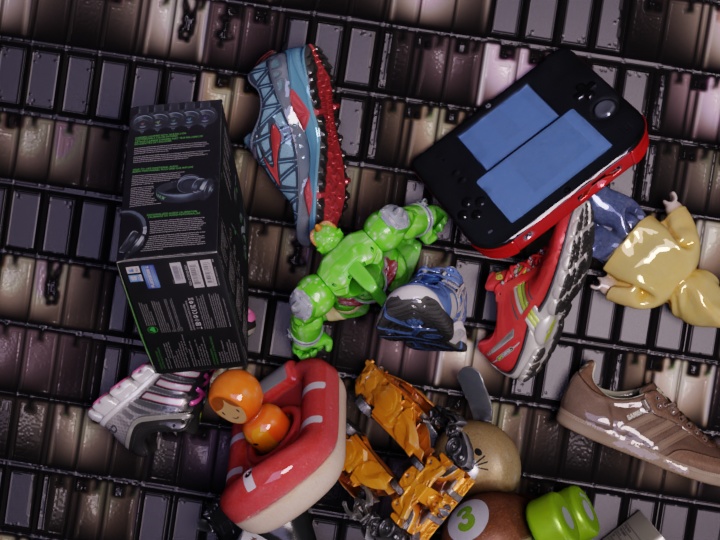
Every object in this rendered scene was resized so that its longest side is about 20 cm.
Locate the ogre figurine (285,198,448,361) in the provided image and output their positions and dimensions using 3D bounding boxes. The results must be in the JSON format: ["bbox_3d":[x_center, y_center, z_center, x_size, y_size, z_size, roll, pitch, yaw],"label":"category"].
[{"bbox_3d":[0.000,0.000,1.269,0.199,0.120,0.099,-25,72,5],"label":"ogre figurine"}]

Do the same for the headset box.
[{"bbox_3d":[-0.160,-0.037,1.218,0.092,0.175,0.201,-5,52,2],"label":"headset box"}]

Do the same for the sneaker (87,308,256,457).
[{"bbox_3d":[-0.174,0.116,1.308,0.199,0.074,0.088,-37,90,7],"label":"sneaker"}]

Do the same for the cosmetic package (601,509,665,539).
[{"bbox_3d":[0.235,0.342,1.291,0.200,0.103,0.087,-39,92,4],"label":"cosmetic package"}]

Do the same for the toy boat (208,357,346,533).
[{"bbox_3d":[-0.092,0.146,1.229,0.130,0.201,0.131,-36,115,19],"label":"toy boat"}]

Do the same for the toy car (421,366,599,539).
[{"bbox_3d":[0.110,0.202,1.274,0.163,0.158,0.201,-29,75,19],"label":"toy car"}]

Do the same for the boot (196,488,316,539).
[{"bbox_3d":[-0.053,0.272,1.313,0.197,0.073,0.164,-22,88,3],"label":"boot"}]

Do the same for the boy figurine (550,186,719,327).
[{"bbox_3d":[0.287,-0.018,1.295,0.199,0.064,0.125,35,96,-1],"label":"boy figurine"}]

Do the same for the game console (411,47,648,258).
[{"bbox_3d":[0.162,-0.116,1.259,0.199,0.031,0.177,-36,48,2],"label":"game console"}]

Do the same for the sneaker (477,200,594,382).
[{"bbox_3d":[0.165,0.015,1.271,0.084,0.077,0.201,29,116,19],"label":"sneaker"}]

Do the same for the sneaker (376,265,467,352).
[{"bbox_3d":[0.060,0.031,1.242,0.075,0.200,0.078,2,81,11],"label":"sneaker"}]

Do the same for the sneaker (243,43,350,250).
[{"bbox_3d":[-0.067,-0.120,1.307,0.095,0.079,0.202,-4,93,24],"label":"sneaker"}]

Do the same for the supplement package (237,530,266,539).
[{"bbox_3d":[-0.086,0.394,1.218,0.190,0.147,0.201,29,103,-1],"label":"supplement package"}]

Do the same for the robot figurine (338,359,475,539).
[{"bbox_3d":[0.035,0.177,1.249,0.145,0.200,0.058,-51,131,4],"label":"robot figurine"}]

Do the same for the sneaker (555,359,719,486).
[{"bbox_3d":[0.298,0.154,1.298,0.198,0.070,0.076,21,91,0],"label":"sneaker"}]
